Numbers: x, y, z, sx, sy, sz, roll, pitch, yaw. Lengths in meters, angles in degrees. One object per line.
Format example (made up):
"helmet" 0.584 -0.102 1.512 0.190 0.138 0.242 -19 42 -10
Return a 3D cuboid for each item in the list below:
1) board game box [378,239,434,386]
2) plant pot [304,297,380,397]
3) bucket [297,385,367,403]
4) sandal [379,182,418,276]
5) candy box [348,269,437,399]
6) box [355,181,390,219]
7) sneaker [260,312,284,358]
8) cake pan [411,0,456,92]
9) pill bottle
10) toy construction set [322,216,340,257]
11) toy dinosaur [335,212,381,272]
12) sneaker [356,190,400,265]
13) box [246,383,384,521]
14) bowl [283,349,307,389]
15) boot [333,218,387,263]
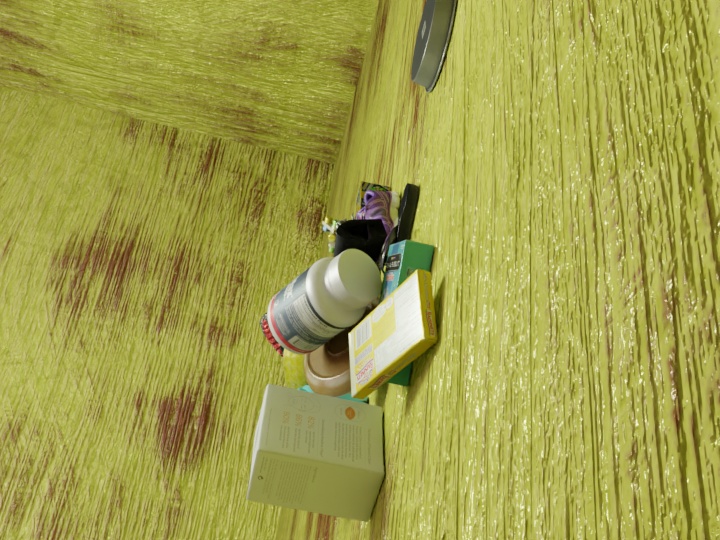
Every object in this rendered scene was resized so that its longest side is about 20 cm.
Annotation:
"board game box" 0.057 0.062 1.218 0.151 0.046 0.205 168 112 -83
"plant pot" -0.027 0.123 1.393 0.198 0.027 0.203 -29 39 26
"bucket" -0.069 0.319 1.507 0.207 0.132 0.212 -168 90 -82
"sandal" 0.060 -0.051 1.402 0.076 0.042 0.205 149 132 -82
"candy box" 0.040 0.091 1.106 0.200 0.026 0.104 -45 42 48
"box" 0.025 -0.109 1.696 0.202 0.068 0.065 -88 9 -57
"sneaker" -0.127 0.143 1.655 0.096 0.201 0.079 -46 32 -16
"cake pan" 0.130 -0.426 1.455 0.200 0.036 0.205 -168 89 -84
"pill bottle" -0.057 0.048 1.331 0.199 0.118 0.122 -36 37 43
"toy construction set" -0.025 -0.049 1.769 0.202 0.128 0.094 -88 11 -56
"toy dinosaur" 0.000 0.000 1.584 0.202 0.101 0.077 58 177 -23
"sneaker" 0.031 -0.084 1.544 0.202 0.081 0.082 -89 12 -54
"box" -0.068 0.285 1.266 0.153 0.195 0.108 -89 14 -59
"bowl" -0.048 0.171 1.603 0.106 0.198 0.205 8 85 40
"boot" -0.044 -0.001 1.437 0.066 0.162 0.201 57 151 24
